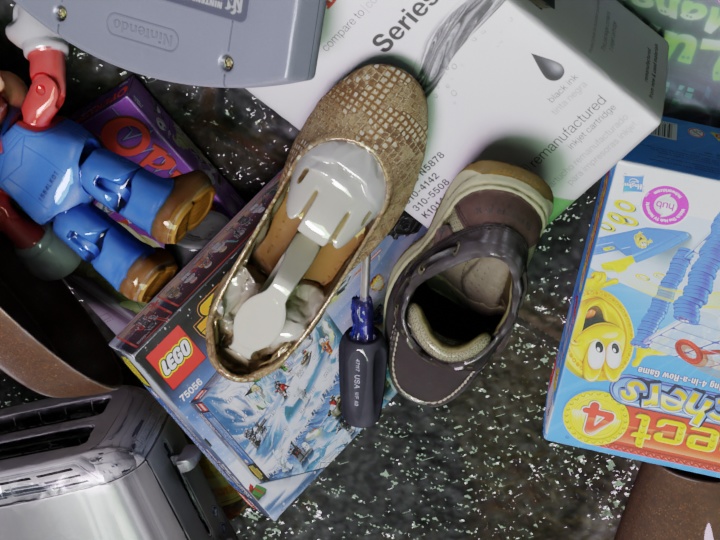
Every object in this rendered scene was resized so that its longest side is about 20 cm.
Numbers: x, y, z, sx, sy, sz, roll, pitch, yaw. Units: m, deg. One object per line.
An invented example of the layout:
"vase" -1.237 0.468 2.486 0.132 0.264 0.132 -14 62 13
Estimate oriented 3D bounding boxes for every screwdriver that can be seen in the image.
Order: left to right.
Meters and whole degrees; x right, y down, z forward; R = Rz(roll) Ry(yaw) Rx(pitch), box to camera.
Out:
"screwdriver" 0.000 0.000 1.415 0.029 0.028 0.201 25 129 37

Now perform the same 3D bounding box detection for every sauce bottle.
"sauce bottle" -0.094 0.058 1.535 0.065 0.066 0.201 4 127 6

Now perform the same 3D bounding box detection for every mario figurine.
"mario figurine" -0.175 -0.073 1.467 0.199 0.124 0.106 35 168 8

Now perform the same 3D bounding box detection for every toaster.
"toaster" -0.175 0.150 1.517 0.199 0.114 0.130 -12 111 19

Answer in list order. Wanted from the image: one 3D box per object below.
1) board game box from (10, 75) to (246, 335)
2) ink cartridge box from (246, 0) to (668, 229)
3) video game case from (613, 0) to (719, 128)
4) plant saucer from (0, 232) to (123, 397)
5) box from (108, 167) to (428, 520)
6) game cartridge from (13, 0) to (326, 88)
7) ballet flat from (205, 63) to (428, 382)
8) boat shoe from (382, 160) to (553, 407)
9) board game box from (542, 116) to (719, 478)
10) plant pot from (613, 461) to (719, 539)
"board game box" -0.118 -0.012 1.547 0.120 0.032 0.200 -31 116 22
"ink cartridge box" 0.042 -0.116 1.382 0.200 0.085 0.146 36 124 -17
"video game case" 0.120 -0.156 1.406 0.199 0.023 0.183 14 127 -1
"plant saucer" -0.214 0.003 1.461 0.034 0.200 0.200 -43 112 6
"box" -0.027 0.022 1.474 0.200 0.040 0.137 -45 117 -13
"game cartridge" -0.097 -0.167 1.345 0.199 0.041 0.134 20 112 33
"ballet flat" -0.024 -0.016 1.358 0.070 0.065 0.201 27 120 -2
"boat shoe" 0.047 0.020 1.393 0.073 0.065 0.200 20 143 2
"board game box" 0.218 0.024 1.447 0.198 0.056 0.197 12 125 1
"plant pot" 0.220 0.196 1.569 0.185 0.187 0.201 1 112 8
